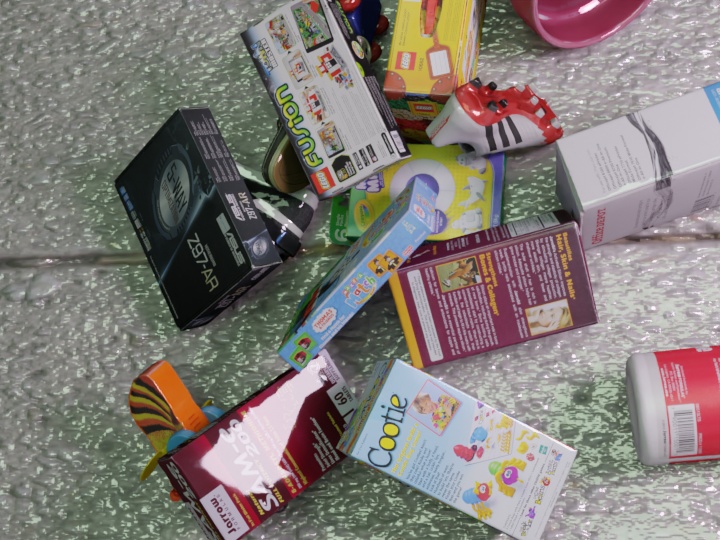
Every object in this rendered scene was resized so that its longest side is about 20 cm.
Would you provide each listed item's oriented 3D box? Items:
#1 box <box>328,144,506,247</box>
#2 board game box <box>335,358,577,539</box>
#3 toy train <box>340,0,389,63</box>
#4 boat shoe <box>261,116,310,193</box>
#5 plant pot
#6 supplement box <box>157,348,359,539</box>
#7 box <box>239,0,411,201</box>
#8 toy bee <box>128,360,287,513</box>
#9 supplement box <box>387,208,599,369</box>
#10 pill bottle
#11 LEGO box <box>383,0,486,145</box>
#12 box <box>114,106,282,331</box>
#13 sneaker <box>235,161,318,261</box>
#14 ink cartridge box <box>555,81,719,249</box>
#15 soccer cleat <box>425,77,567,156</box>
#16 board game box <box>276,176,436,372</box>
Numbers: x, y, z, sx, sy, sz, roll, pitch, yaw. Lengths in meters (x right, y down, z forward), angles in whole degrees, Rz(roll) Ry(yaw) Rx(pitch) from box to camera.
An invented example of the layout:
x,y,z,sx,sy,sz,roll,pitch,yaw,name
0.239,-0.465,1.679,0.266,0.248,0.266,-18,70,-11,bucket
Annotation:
x,y,z,sx,sy,sz,roll,pitch,yaw,name
0.062,-0.084,1.143,0.199,0.048,0.118,1,75,13,box
0.091,0.178,1.000,0.200,0.103,0.105,28,80,-6,board game box
-0.041,-0.267,1.160,0.115,0.085,0.200,-11,37,20,toy train
-0.063,-0.166,1.168,0.065,0.073,0.200,8,48,32,boat shoe
0.227,-0.381,1.127,0.200,0.200,0.179,-34,56,0,plant pot
-0.092,0.180,1.033,0.200,0.061,0.109,-34,92,-28,supplement box
-0.038,-0.187,1.069,0.110,0.035,0.201,-25,90,27,box
-0.188,0.201,1.079,0.109,0.131,0.200,-40,72,32,toy bee
0.136,0.018,1.059,0.199,0.086,0.111,-15,103,7,supplement box
0.368,0.127,0.989,0.199,0.112,0.113,-7,73,9,pill bottle
0.088,-0.259,1.132,0.077,0.149,0.201,7,76,13,LEGO box
-0.186,-0.056,1.128,0.160,0.043,0.201,-36,75,41,box
-0.159,-0.068,1.167,0.199,0.073,0.112,19,78,14,sneaker
0.308,-0.107,1.048,0.199,0.145,0.084,-19,71,5,ink cartridge box
0.149,-0.158,1.089,0.085,0.200,0.069,-39,68,33,soccer cleat
0.000,0.000,1.048,0.037,0.151,0.200,42,106,-7,board game box
